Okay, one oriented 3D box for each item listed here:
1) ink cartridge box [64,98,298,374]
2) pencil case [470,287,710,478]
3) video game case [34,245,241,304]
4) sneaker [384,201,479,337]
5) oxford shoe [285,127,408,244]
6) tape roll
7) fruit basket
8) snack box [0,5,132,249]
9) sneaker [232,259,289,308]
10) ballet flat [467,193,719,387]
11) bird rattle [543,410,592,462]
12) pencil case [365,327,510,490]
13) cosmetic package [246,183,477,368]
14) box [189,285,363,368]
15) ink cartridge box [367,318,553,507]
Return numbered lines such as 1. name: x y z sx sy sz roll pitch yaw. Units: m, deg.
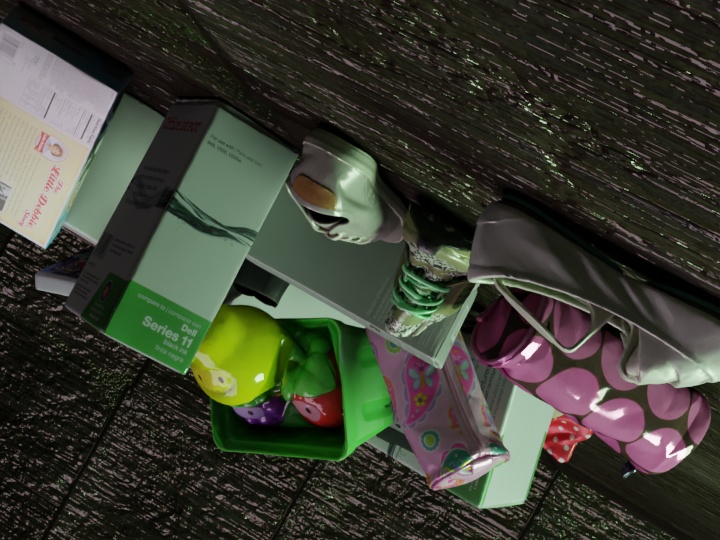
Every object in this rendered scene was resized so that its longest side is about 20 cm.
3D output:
1. ink cartridge box: -0.147 -0.033 1.193 0.083 0.201 0.146 29 176 -23
2. pencil case: 0.172 0.081 1.122 0.199 0.091 0.094 36 -174 -28
3. video game case: -0.214 0.003 1.570 0.198 0.023 0.182 11 -158 23
4. sneaker: 0.052 0.012 1.101 0.076 0.089 0.200 29 174 10
5. oxford shoe: -0.011 -0.048 1.075 0.075 0.058 0.200 26 175 15
6. tape roll: -0.261 -0.101 1.480 0.202 0.140 0.203 30 173 4
7. fruit basket: -0.093 0.104 1.425 0.213 0.157 0.216 -4 -179 0
8. snack box: -0.292 -0.122 1.304 0.116 0.201 0.037 31 -143 -5
9. sneaker: -0.109 -0.033 1.445 0.075 0.107 0.200 33 174 -25
10. ballet flat: 0.150 0.028 0.863 0.199 0.070 0.069 29 174 9
11. bird rattle: 0.164 0.135 1.570 0.199 0.113 0.163 28 158 -2
12. pencil case: 0.067 0.099 1.357 0.087 0.087 0.202 50 -160 -73
13. cosmetic package: 0.000 0.000 1.285 0.199 0.091 0.107 26 176 9
14. box: -0.124 0.052 1.776 0.199 0.201 0.171 35 170 -37
15. ink cartridge box: 0.087 0.126 1.463 0.199 0.148 0.083 25 -165 40
